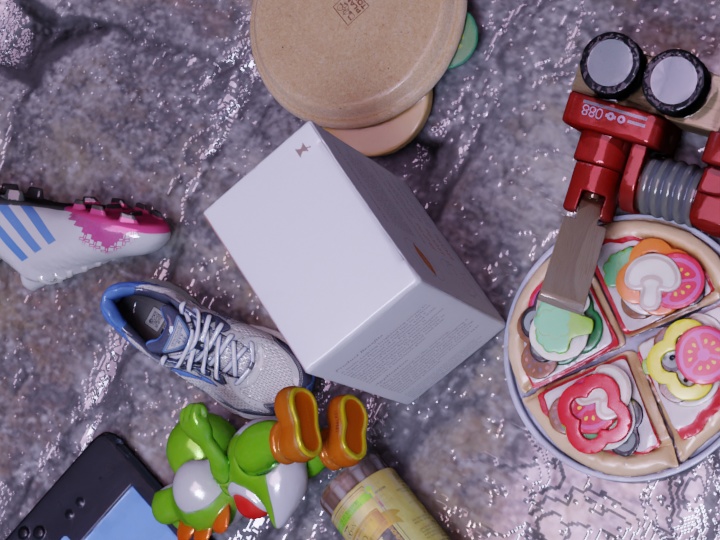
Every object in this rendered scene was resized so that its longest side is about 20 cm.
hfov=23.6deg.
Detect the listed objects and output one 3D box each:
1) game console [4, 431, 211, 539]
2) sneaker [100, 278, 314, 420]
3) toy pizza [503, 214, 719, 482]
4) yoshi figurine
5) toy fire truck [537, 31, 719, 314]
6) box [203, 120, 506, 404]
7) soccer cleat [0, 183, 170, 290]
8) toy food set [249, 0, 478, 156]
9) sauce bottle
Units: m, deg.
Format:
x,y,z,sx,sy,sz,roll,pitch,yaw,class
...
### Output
x,y,z,sx,sy,sz,roll,pitch,yaw,class
-0.205,0.260,1.414,0.200,0.031,0.177,44,98,23,game console
-0.131,0.063,1.390,0.199,0.085,0.078,22,89,24,sneaker
0.199,0.055,1.281,0.198,0.032,0.202,-5,78,22,toy pizza
-0.092,0.135,1.339,0.199,0.112,0.113,-29,102,37,yoshi figurine
0.216,-0.056,1.247,0.175,0.128,0.202,19,93,24,toy fire truck
0.000,0.000,1.284,0.106,0.200,0.153,-39,67,12,box
-0.249,-0.021,1.475,0.198,0.070,0.087,10,100,26,soccer cleat
0.003,-0.208,1.406,0.200,0.049,0.199,36,95,25,toy food set
0.050,0.228,1.293,0.065,0.065,0.200,-46,66,9,sauce bottle
